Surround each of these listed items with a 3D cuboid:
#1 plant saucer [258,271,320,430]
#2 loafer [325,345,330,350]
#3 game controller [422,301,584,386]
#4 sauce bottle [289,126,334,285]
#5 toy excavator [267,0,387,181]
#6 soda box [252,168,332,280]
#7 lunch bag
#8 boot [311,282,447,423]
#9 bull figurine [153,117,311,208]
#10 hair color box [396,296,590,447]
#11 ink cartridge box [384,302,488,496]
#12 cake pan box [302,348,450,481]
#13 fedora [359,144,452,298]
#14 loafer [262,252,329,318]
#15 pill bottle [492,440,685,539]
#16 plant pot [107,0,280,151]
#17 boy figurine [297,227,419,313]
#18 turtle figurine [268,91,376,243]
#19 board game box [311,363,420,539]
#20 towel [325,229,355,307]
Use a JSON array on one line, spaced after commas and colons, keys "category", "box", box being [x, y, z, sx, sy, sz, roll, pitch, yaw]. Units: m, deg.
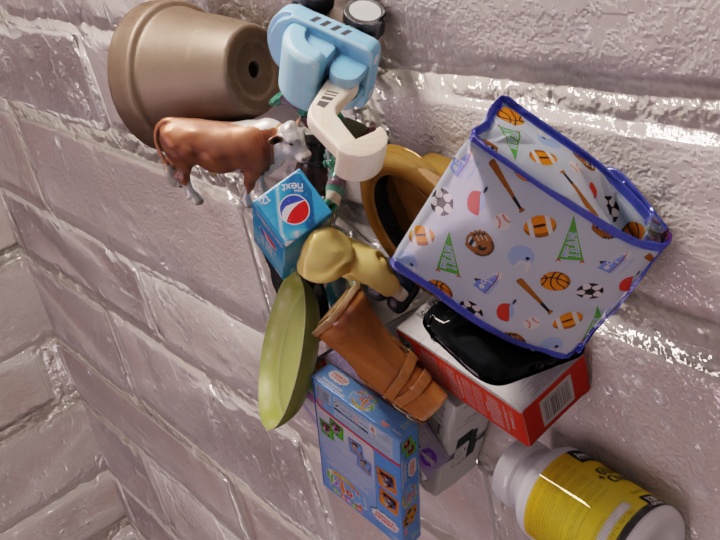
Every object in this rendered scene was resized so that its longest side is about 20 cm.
[{"category": "plant saucer", "box": [-0.089, 0.104, 1.311, 0.200, 0.031, 0.203, -169, 90, -72]}, {"category": "loafer", "box": [-0.013, 0.158, 1.493, 0.072, 0.062, 0.202, -3, 112, 59]}, {"category": "game controller", "box": [0.147, 0.061, 1.016, 0.105, 0.199, 0.042, 51, 125, 22]}, {"category": "sauce bottle", "box": [-0.066, -0.084, 1.337, 0.066, 0.065, 0.203, 24, 120, 48]}, {"category": "toy excavator", "box": [-0.032, -0.194, 1.085, 0.193, 0.201, 0.100, 26, 142, 11]}, {"category": "soda box", "box": [-0.082, -0.050, 1.206, 0.064, 0.068, 0.200, 52, 169, 5]}, {"category": "lunch bag", "box": [0.157, -0.030, 0.941, 0.199, 0.124, 0.171, 34, 129, 4]}, {"category": "boot", "box": [0.029, 0.096, 1.122, 0.155, 0.074, 0.200, 43, 176, 12]}, {"category": "bull figurine", "box": [-0.159, -0.143, 1.292, 0.065, 0.197, 0.123, -81, -1, -55]}, {"category": "hair color box", "box": [0.143, 0.096, 1.133, 0.199, 0.101, 0.062, 34, 153, 43]}, {"category": "ink cartridge box", "box": [0.088, 0.166, 1.310, 0.147, 0.083, 0.201, 45, 147, 29]}, {"category": "cake pan box", "box": [0.007, 0.188, 1.307, 0.201, 0.052, 0.184, 57, 150, -1]}, {"category": "fedora", "box": [0.087, -0.060, 1.114, 0.200, 0.082, 0.202, 36, 148, 27]}, {"category": "loafer", "box": [-0.090, 0.019, 1.480, 0.071, 0.067, 0.202, 73, 172, -62]}, {"category": "pill bottle", "box": [0.239, 0.261, 1.113, 0.199, 0.111, 0.113, 29, 138, 45]}, {"category": "plant pot", "box": [-0.198, -0.257, 1.335, 0.173, 0.200, 0.203, 2, 119, 38]}, {"category": "boy figurine", "box": [0.000, 0.000, 1.190, 0.124, 0.199, 0.065, 32, 97, 30]}, {"category": "turtle figurine", "box": [-0.023, -0.138, 1.216, 0.201, 0.100, 0.150, 56, -172, -12]}, {"category": "board game box", "box": [0.008, 0.229, 1.260, 0.151, 0.036, 0.202, 31, 139, 35]}, {"category": "towel", "box": [-0.015, 0.059, 1.369, 0.148, 0.021, 0.201, 96, 162, -47]}]
